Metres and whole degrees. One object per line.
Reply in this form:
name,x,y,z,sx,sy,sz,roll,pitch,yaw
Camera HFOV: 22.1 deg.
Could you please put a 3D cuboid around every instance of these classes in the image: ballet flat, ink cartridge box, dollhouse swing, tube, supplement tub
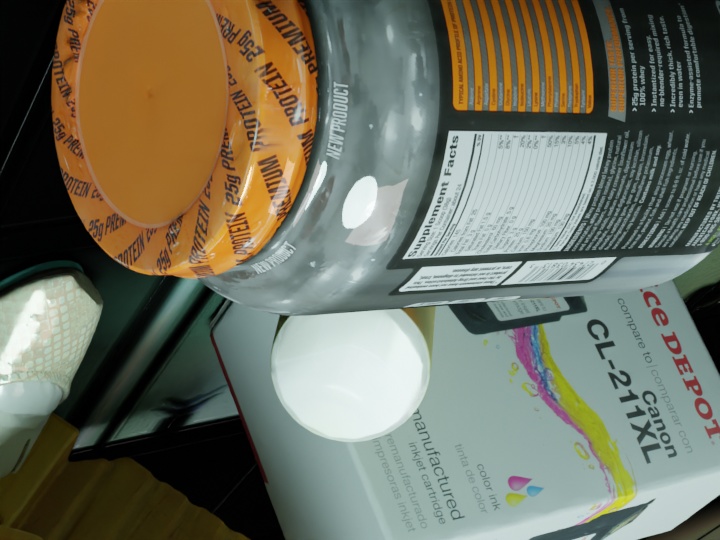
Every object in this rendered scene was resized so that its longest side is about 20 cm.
ballet flat,-0.165,0.069,0.745,0.200,0.063,0.067,-35,156,32
ink cartridge box,0.055,0.054,0.815,0.199,0.146,0.083,-10,155,-31
dollhouse swing,-0.065,0.135,0.771,0.176,0.200,0.182,-54,-178,45
tube,0.000,0.000,0.664,0.058,0.052,0.200,15,-162,-1
supplement tub,0.018,-0.050,0.545,0.199,0.123,0.122,-2,152,-41

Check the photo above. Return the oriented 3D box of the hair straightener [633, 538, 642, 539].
hair straightener,0.089,0.116,0.898,0.041,0.200,0.077,-41,174,-47
